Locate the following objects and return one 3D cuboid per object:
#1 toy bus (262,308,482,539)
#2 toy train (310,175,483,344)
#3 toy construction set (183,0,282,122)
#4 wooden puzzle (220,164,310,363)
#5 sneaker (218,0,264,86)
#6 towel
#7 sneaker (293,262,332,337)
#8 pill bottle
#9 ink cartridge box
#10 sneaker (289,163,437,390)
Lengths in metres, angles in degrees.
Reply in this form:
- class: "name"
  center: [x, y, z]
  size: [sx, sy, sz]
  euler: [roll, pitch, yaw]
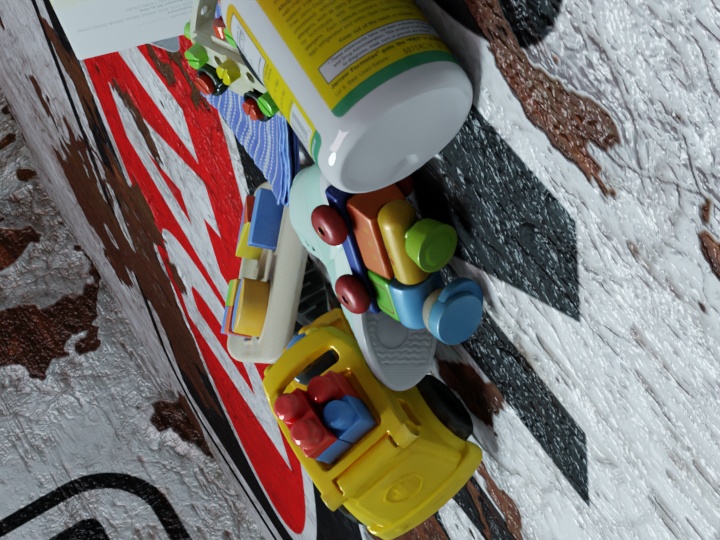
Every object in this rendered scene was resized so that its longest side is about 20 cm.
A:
- class: "toy bus"
  center: [-0.018, 0.113, 1.520]
  size: [0.192, 0.136, 0.201]
  euler: [27, -155, -56]
- class: "toy train"
  center: [0.025, -0.039, 1.320]
  size: [0.115, 0.084, 0.201]
  euler: [33, 150, 45]
- class: "toy construction set"
  center: [-0.092, -0.193, 1.409]
  size: [0.200, 0.092, 0.132]
  euler: [49, 162, 45]
- class: "wooden puzzle"
  center: [-0.097, -0.006, 1.710]
  size: [0.200, 0.046, 0.187]
  euler: [174, 107, -74]
- class: "sneaker"
  center: [-0.089, -0.216, 1.261]
  size: [0.090, 0.070, 0.202]
  euler: [10, -123, -58]
- class: "towel"
  center: [-0.107, -0.166, 1.629]
  size: [0.200, 0.024, 0.146]
  euler: [53, 154, 40]
- class: "sneaker"
  center: [-0.049, 0.072, 1.841]
  size: [0.200, 0.078, 0.091]
  euler: [53, 167, 31]
- class: "pill bottle"
  center: [-0.022, -0.160, 1.159]
  size: [0.201, 0.112, 0.113]
  euler: [56, 166, 22]
- class: "ink cartridge box"
  center: [-0.209, -0.284, 1.507]
  size: [0.201, 0.124, 0.129]
  euler: [73, -175, -53]
- class: "sneaker"
  center: [0.000, 0.000, 1.491]
  size: [0.118, 0.073, 0.202]
  euler: [3, 111, 68]
